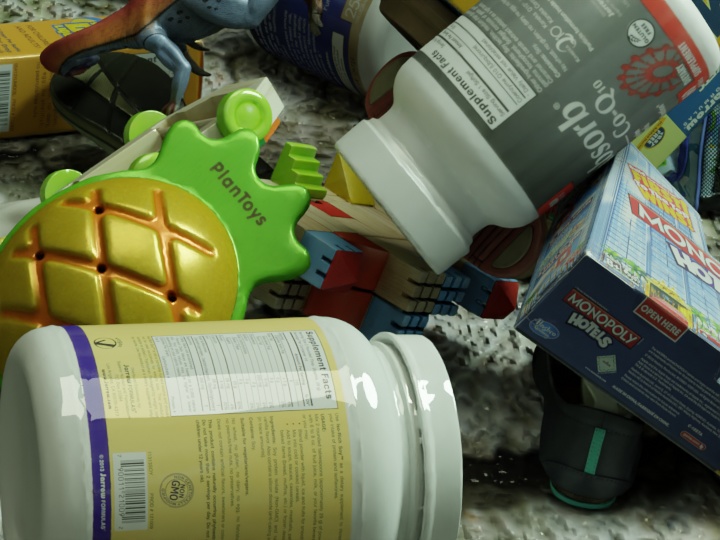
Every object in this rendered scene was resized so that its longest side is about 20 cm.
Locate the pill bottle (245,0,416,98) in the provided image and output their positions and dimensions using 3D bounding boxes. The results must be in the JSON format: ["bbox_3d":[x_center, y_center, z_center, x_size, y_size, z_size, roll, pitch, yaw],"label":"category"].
[{"bbox_3d":[-0.019,-0.201,1.960,0.116,0.116,0.200,-17,32,-41],"label":"pill bottle"}]

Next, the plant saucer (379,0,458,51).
[{"bbox_3d":[0.082,-0.116,1.661,0.200,0.029,0.200,43,3,-3],"label":"plant saucer"}]

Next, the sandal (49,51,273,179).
[{"bbox_3d":[-0.133,-0.075,1.736,0.080,0.057,0.201,-29,58,-35],"label":"sandal"}]

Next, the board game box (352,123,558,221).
[{"bbox_3d":[0.097,-0.067,1.764,0.103,0.019,0.200,-1,17,-43],"label":"board game box"}]

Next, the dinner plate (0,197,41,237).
[{"bbox_3d":[-0.169,-0.010,1.618,0.200,0.024,0.200,5,23,-2],"label":"dinner plate"}]

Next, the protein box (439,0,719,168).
[{"bbox_3d":[0.122,-0.192,1.655,0.200,0.135,0.199,45,5,38],"label":"protein box"}]

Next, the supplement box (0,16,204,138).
[{"bbox_3d":[-0.211,-0.135,1.831,0.200,0.069,0.067,-6,29,-29],"label":"supplement box"}]

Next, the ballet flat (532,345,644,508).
[{"bbox_3d":[0.133,0.059,1.478,0.073,0.073,0.200,7,24,1],"label":"ballet flat"}]

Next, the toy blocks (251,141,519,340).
[{"bbox_3d":[0.000,0.000,1.541,0.137,0.100,0.200,32,16,34],"label":"toy blocks"}]

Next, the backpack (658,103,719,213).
[{"bbox_3d":[0.227,-0.155,1.812,0.147,0.200,0.183,-2,26,-18],"label":"backpack"}]

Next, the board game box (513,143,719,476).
[{"bbox_3d":[0.173,0.016,1.459,0.200,0.062,0.200,35,24,-18],"label":"board game box"}]

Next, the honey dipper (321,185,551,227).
[{"bbox_3d":[0.055,-0.037,1.715,0.200,0.038,0.038,3,24,-13],"label":"honey dipper"}]

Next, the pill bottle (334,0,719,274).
[{"bbox_3d":[0.091,-0.096,1.471,0.200,0.116,0.116,-39,32,1],"label":"pill bottle"}]

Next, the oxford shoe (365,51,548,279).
[{"bbox_3d":[0.074,-0.057,1.586,0.075,0.070,0.200,36,19,-42],"label":"oxford shoe"}]

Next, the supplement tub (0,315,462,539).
[{"bbox_3d":[-0.064,0.095,1.261,0.200,0.146,0.145,-2,25,-17],"label":"supplement tub"}]

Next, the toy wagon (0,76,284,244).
[{"bbox_3d":[-0.139,-0.052,1.569,0.200,0.040,0.155,-38,14,-23],"label":"toy wagon"}]

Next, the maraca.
[{"bbox_3d":[-0.120,0.002,1.449,0.200,0.107,0.137,-39,78,-11],"label":"maraca"}]

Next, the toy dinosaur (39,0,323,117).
[{"bbox_3d":[-0.116,-0.172,1.694,0.181,0.200,0.105,0,17,-3],"label":"toy dinosaur"}]
